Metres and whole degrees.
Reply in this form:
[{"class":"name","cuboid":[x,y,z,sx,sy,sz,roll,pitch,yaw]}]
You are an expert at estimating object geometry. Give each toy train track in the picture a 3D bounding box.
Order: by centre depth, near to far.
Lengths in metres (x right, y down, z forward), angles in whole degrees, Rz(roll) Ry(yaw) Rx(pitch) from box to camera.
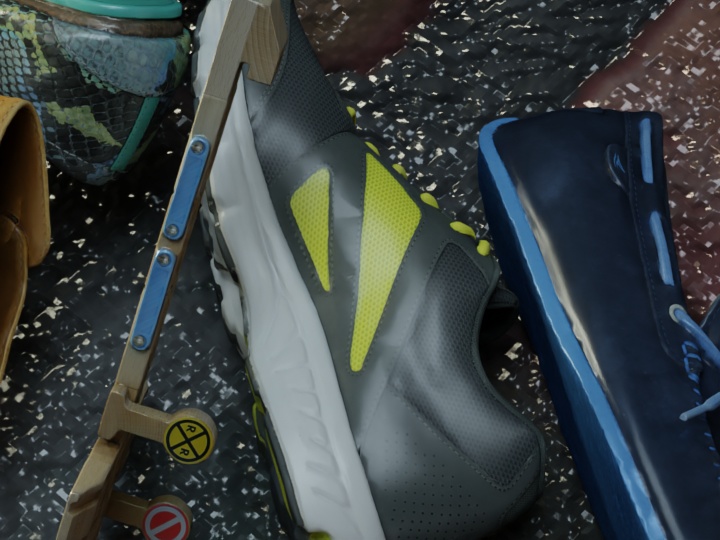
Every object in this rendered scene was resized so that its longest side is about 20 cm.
[{"class":"toy train track","cuboid":[-0.048,0.019,0.788,0.032,0.115,0.200,17,106,-1]}]

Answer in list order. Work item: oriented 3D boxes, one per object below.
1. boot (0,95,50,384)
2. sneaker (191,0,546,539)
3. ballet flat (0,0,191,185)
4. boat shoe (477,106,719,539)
[{"class":"boot","cuboid":[-0.160,-0.048,0.854,0.144,0.071,0.202,-6,80,25]},{"class":"sneaker","cuboid":[0.000,0.000,0.846,0.084,0.075,0.200,-11,67,-7]},{"class":"ballet flat","cuboid":[-0.135,-0.079,0.899,0.074,0.074,0.200,-44,46,-18]},{"class":"boat shoe","cuboid":[0.090,0.026,0.806,0.068,0.084,0.200,-16,61,-5]}]
